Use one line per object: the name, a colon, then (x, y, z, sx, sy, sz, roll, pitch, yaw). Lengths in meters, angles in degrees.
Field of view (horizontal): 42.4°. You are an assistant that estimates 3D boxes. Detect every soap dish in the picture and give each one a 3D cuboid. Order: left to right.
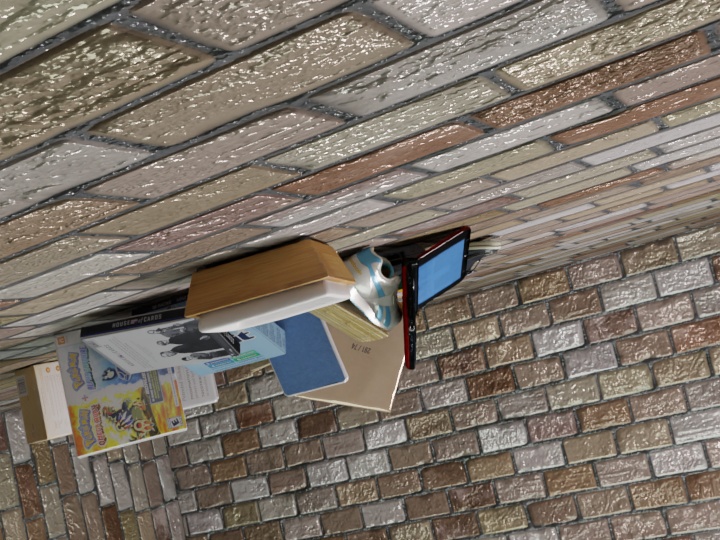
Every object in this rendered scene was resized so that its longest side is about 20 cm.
soap dish: (-0.118, 0.020, 1.222, 0.196, 0.083, 0.157, -15, 174, 11)

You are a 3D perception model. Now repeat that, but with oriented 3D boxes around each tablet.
tablet: (-0.109, 0.109, 1.542, 0.128, 0.203, 0.014, -16, -166, 24)

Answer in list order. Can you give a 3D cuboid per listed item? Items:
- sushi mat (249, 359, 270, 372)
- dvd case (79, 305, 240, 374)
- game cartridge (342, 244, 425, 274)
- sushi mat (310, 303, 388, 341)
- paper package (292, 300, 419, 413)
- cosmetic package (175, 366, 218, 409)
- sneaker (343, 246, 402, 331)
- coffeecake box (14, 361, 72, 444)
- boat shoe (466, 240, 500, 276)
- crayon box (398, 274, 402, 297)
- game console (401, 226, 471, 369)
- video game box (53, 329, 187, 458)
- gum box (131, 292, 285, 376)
sushi mat: (-0.122, 0.134, 1.768, 0.197, 0.012, 0.096, -23, -156, -1)
dvd case: (-0.300, 0.107, 1.408, 0.196, 0.025, 0.151, -10, 150, 12)
game cartridge: (0.000, 0.000, 1.557, 0.196, 0.042, 0.133, -13, 178, -17)
sushi mat: (-0.054, 0.059, 1.428, 0.198, 0.012, 0.095, 31, 156, -24)
paper package: (-0.021, 0.139, 1.655, 0.197, 0.194, 0.103, 13, -172, -22)
cosmetic package: (-0.383, 0.180, 1.659, 0.197, 0.170, 0.167, -10, 173, -28)
sneaker: (0.031, 0.033, 1.471, 0.080, 0.077, 0.200, -38, 149, 4)
coffeecake box: (-0.624, 0.271, 1.990, 0.072, 0.157, 0.199, -16, 174, 33)
boat shoe: (0.188, -0.013, 1.765, 0.198, 0.063, 0.074, -21, 169, 41)
crayon box: (0.066, 0.017, 1.749, 0.117, 0.059, 0.199, -10, 173, -36)
game console: (0.126, 0.050, 1.524, 0.116, 0.175, 0.201, -3, 154, 2)
video game box: (-0.391, 0.184, 1.515, 0.179, 0.204, 0.047, -13, 171, -13)
gum box: (-0.237, 0.098, 1.471, 0.167, 0.045, 0.200, -15, 148, 18)
